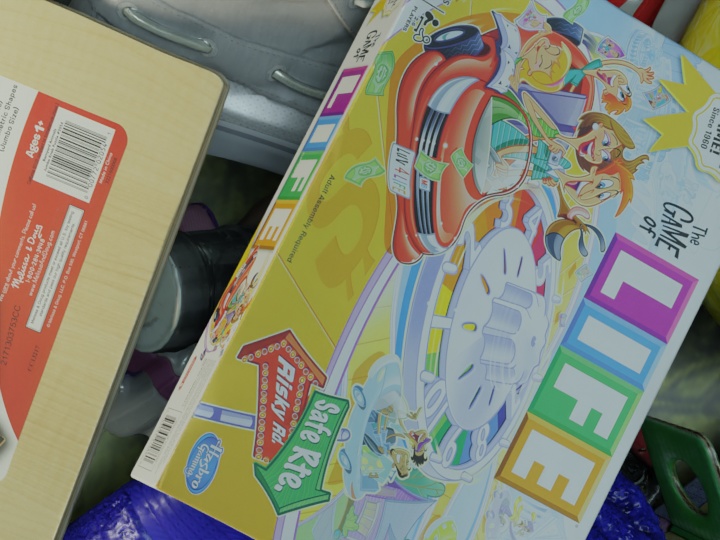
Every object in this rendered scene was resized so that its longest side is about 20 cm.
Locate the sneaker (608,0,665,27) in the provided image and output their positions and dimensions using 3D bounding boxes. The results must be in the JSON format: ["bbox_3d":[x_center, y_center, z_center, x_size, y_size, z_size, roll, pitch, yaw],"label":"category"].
[{"bbox_3d":[0.043,-0.097,0.911,0.200,0.085,0.077,-12,94,-10],"label":"sneaker"}]

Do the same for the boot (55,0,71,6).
[{"bbox_3d":[-0.059,-0.117,0.867,0.200,0.077,0.138,13,87,31],"label":"boot"}]

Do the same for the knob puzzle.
[{"bbox_3d":[-0.160,-0.017,0.812,0.219,0.030,0.220,1,94,13],"label":"knob puzzle"}]

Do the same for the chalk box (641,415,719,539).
[{"bbox_3d":[0.156,0.143,0.904,0.124,0.125,0.200,-38,104,-9],"label":"chalk box"}]

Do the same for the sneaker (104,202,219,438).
[{"bbox_3d":[-0.024,0.047,0.909,0.200,0.080,0.089,39,49,-19],"label":"sneaker"}]

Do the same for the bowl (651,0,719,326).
[{"bbox_3d":[0.169,-0.066,0.913,0.108,0.200,0.200,32,83,34],"label":"bowl"}]

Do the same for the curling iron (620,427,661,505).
[{"bbox_3d":[0.068,0.038,0.888,0.050,0.026,0.200,-42,138,-7],"label":"curling iron"}]

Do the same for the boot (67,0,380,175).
[{"bbox_3d":[0.005,-0.076,0.817,0.200,0.096,0.074,10,50,-17],"label":"boot"}]

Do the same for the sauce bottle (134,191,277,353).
[{"bbox_3d":[0.000,0.000,0.867,0.200,0.065,0.065,-9,93,-42],"label":"sauce bottle"}]

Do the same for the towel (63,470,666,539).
[{"bbox_3d":[-0.010,0.108,0.857,0.148,0.050,0.200,39,122,-19],"label":"towel"}]

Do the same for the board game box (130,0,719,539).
[{"bbox_3d":[0.034,0.006,0.773,0.134,0.034,0.200,29,83,-18],"label":"board game box"}]
